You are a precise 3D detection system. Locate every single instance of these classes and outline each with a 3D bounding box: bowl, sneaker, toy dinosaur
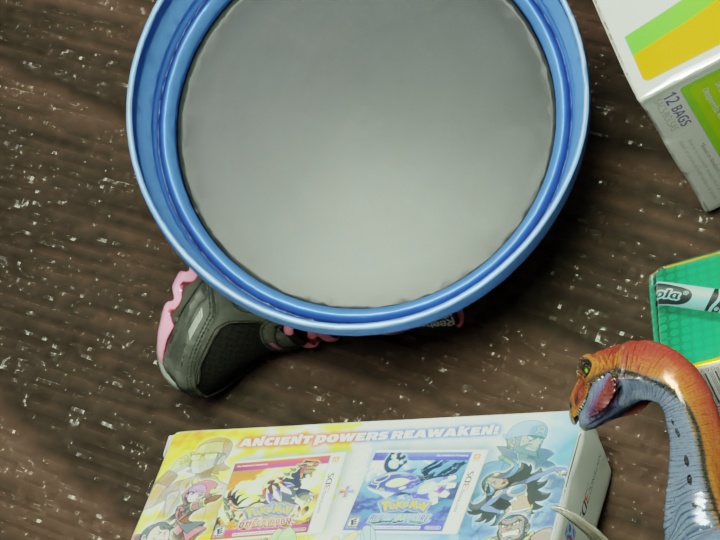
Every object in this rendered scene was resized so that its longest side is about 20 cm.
[{"bbox_3d":[0.000,-0.068,1.206,0.199,0.039,0.202,-2,75,7],"label":"bowl"},{"bbox_3d":[0.000,0.000,1.241,0.200,0.079,0.096,-39,67,5],"label":"sneaker"},{"bbox_3d":[0.130,0.122,1.054,0.105,0.199,0.183,7,88,64],"label":"toy dinosaur"}]

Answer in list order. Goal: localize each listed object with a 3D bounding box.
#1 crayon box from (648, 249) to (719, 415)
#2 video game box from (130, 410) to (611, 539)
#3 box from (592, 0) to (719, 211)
[{"bbox_3d":[0.224,0.031,1.079,0.199,0.119,0.058,-16,44,18],"label":"crayon box"},{"bbox_3d":[-0.011,0.139,1.151,0.199,0.047,0.183,-4,43,24],"label":"video game box"},{"bbox_3d":[0.203,-0.130,1.177,0.199,0.113,0.102,-26,58,10],"label":"box"}]
